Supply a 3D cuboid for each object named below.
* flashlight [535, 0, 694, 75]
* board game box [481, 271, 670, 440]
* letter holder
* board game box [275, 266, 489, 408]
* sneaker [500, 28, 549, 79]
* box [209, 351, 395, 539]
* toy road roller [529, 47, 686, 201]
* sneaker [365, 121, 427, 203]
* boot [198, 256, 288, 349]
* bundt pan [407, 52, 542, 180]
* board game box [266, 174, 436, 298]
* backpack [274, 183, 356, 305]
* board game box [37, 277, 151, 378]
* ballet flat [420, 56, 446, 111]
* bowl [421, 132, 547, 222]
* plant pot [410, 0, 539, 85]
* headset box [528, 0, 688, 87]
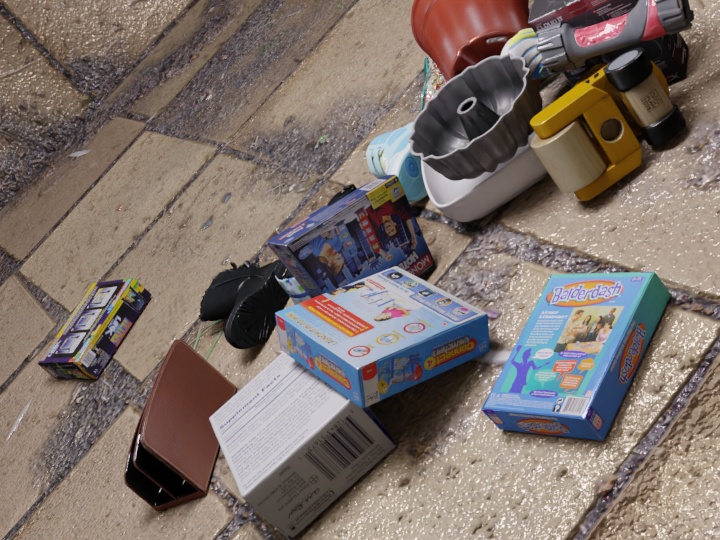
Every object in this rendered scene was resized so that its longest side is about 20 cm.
[{"bbox_3d":[0.325,-0.317,1.476,0.199,0.068,0.068,-11,67,31],"label":"flashlight"},{"bbox_3d":[0.243,0.092,1.285,0.152,0.045,0.201,-2,50,51],"label":"board game box"},{"bbox_3d":[-0.283,0.221,1.666,0.100,0.142,0.201,-24,35,30],"label":"letter holder"},{"bbox_3d":[0.026,0.078,1.439,0.195,0.056,0.200,-21,29,-27],"label":"board game box"},{"bbox_3d":[0.297,-0.322,1.673,0.199,0.076,0.105,-29,31,-35],"label":"sneaker"},{"bbox_3d":[-0.079,0.208,1.469,0.184,0.105,0.200,-41,30,1],"label":"box"},{"bbox_3d":[0.315,-0.200,1.505,0.200,0.123,0.146,-36,17,2],"label":"toy road roller"},{"bbox_3d":[0.054,-0.160,1.816,0.130,0.080,0.200,-17,29,35],"label":"sneaker"},{"bbox_3d":[-0.202,0.057,1.852,0.162,0.074,0.199,-10,36,41],"label":"boot"},{"bbox_3d":[0.167,-0.203,1.579,0.201,0.076,0.202,-30,32,21],"label":"bundt pan"},{"bbox_3d":[0.000,0.000,1.590,0.200,0.201,0.062,-33,21,-24],"label":"board game box"},{"bbox_3d":[-0.033,-0.022,1.697,0.200,0.154,0.163,-35,24,-34],"label":"backpack"},{"bbox_3d":[-0.508,0.112,2.175,0.165,0.057,0.201,-7,46,50],"label":"board game box"},{"bbox_3d":[0.135,-0.307,1.920,0.063,0.076,0.200,3,32,3],"label":"ballet flat"},{"bbox_3d":[0.190,-0.161,1.649,0.199,0.075,0.200,-34,31,16],"label":"bowl"},{"bbox_3d":[0.194,-0.362,1.806,0.200,0.201,0.196,-33,39,17],"label":"plant pot"},{"bbox_3d":[0.336,-0.330,1.560,0.148,0.200,0.075,-20,36,36],"label":"headset box"}]
